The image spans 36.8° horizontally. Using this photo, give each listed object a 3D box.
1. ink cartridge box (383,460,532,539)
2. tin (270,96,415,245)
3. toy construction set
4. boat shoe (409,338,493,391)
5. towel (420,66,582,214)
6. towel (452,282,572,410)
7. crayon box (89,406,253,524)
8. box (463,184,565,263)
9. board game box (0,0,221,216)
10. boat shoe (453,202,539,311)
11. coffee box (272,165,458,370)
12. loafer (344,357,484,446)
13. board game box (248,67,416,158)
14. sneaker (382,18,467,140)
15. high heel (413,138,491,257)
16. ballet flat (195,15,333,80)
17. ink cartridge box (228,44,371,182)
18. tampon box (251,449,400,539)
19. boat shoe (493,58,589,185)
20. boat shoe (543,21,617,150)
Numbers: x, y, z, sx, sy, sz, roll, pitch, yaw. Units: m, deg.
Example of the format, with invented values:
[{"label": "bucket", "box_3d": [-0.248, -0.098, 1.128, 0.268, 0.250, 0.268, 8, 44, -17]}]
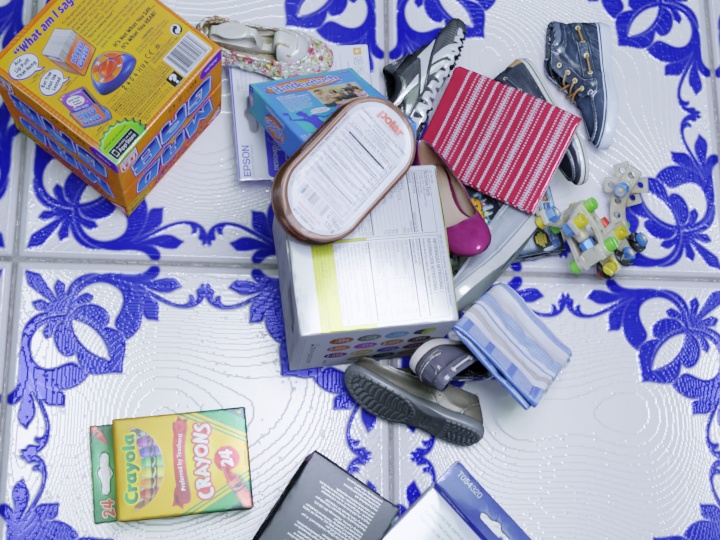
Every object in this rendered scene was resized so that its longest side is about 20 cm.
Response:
[{"label": "ink cartridge box", "box_3d": [0.125, 0.379, 1.373, 0.200, 0.043, 0.196, -43, 84, -14]}, {"label": "tin", "box_3d": [-0.017, -0.116, 1.261, 0.112, 0.042, 0.200, 46, 73, -16]}, {"label": "toy construction set", "box_3d": [0.329, -0.064, 1.473, 0.200, 0.092, 0.131, -35, 87, -40]}, {"label": "boat shoe", "box_3d": [0.148, 0.124, 1.386, 0.199, 0.073, 0.063, 0, 37, -45]}, {"label": "towel", "box_3d": [0.180, -0.177, 1.456, 0.199, 0.022, 0.145, 28, 95, 25]}, {"label": "towel", "box_3d": [0.201, 0.092, 1.398, 0.147, 0.200, 0.024, 47, 118, 6]}, {"label": "crayon box", "box_3d": [-0.237, 0.245, 1.352, 0.198, 0.051, 0.128, -5, 77, -9]}, {"label": "box", "box_3d": [0.195, -0.108, 1.508, 0.136, 0.040, 0.201, -10, 77, -9]}, {"label": "board game box", "box_3d": [-0.316, -0.231, 1.386, 0.199, 0.200, 0.200, 38, 74, 3]}, {"label": "boat shoe", "box_3d": [0.157, -0.022, 1.415, 0.071, 0.070, 0.201, 38, 55, 13]}, {"label": "coffee box", "box_3d": [0.000, 0.000, 1.370, 0.196, 0.200, 0.202, -6, 75, -9]}, {"label": "loafer", "box_3d": [0.072, 0.162, 1.413, 0.199, 0.075, 0.070, 26, 50, -9]}, {"label": "board game box", "box_3d": [-0.039, -0.194, 1.377, 0.151, 0.045, 0.200, -13, 35, -20]}, {"label": "sneaker", "box_3d": [0.081, -0.283, 1.523, 0.090, 0.066, 0.201, 27, 76, -3]}, {"label": "high heel", "box_3d": [0.109, -0.092, 1.385, 0.067, 0.200, 0.097, -25, 121, -6]}, {"label": "ballet flat", "box_3d": [-0.132, -0.302, 1.459, 0.198, 0.064, 0.076, 5, 71, -7]}, {"label": "ink cartridge box", "box_3d": [-0.079, -0.214, 1.495, 0.198, 0.043, 0.200, -3, 75, -9]}, {"label": "tampon box", "box_3d": [-0.065, 0.338, 1.299, 0.126, 0.150, 0.201, 34, 74, 1]}, {"label": "boat shoe", "box_3d": [0.247, -0.198, 1.483, 0.062, 0.075, 0.201, -26, 77, -14]}, {"label": "boat shoe", "box_3d": [0.313, -0.266, 1.554, 0.090, 0.071, 0.202, 2, 69, -6]}]
